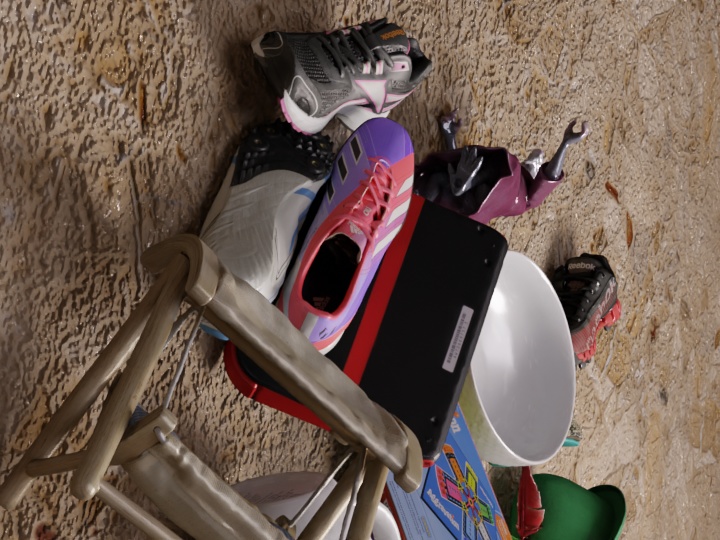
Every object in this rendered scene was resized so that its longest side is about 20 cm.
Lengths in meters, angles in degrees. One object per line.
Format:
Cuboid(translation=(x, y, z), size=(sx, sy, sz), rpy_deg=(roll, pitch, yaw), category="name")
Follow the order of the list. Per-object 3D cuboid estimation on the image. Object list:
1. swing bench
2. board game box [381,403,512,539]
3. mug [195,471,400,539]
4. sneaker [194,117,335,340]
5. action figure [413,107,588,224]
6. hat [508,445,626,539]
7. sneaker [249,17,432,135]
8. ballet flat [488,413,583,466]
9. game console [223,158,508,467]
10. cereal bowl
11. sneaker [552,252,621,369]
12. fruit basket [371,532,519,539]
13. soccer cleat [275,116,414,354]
Cuboid(translation=(-0.077, 0.110, 0.935), size=(0.199, 0.129, 0.201), rpy_deg=(42, 59, -22), category="swing bench")
Cuboid(translation=(0.051, 0.154, 1.238), size=(0.102, 0.019, 0.202), rpy_deg=(-2, 59, -33), category="board game box")
Cuboid(translation=(-0.034, 0.236, 1.106), size=(0.199, 0.146, 0.178), rpy_deg=(-16, 100, -50), category="mug")
Cuboid(translation=(-0.073, -0.036, 1.090), size=(0.073, 0.071, 0.201), rpy_deg=(117, -2, -47), category="sneaker")
Cuboid(translation=(0.126, -0.069, 1.382), size=(0.199, 0.132, 0.151), rpy_deg=(-5, 101, -59), category="action figure")
Cuboid(translation=(0.166, 0.237, 1.598), size=(0.176, 0.200, 0.166), rpy_deg=(41, 34, -12), category="hat")
Cuboid(translation=(-0.009, -0.157, 1.131), size=(0.081, 0.086, 0.200), rpy_deg=(59, 21, 6), category="sneaker")
Cuboid(translation=(0.186, 0.160, 1.621), size=(0.199, 0.067, 0.077), rpy_deg=(-1, 89, -59), category="ballet flat")
Cuboid(translation=(0.005, 0.026, 1.140), size=(0.031, 0.175, 0.202), rpy_deg=(128, -16, -65), category="game console")
Cuboid(translation=(0.120, 0.086, 1.429), size=(0.199, 0.083, 0.203), rpy_deg=(22, 62, -50), category="cereal bowl")
Cuboid(translation=(0.236, 0.041, 1.684), size=(0.200, 0.070, 0.099), rpy_deg=(-42, 131, -55), category="sneaker")
Cuboid(translation=(0.055, 0.208, 1.303), size=(0.216, 0.154, 0.218), rpy_deg=(-44, 148, -37), category="fruit basket")
Cuboid(translation=(-0.004, -0.032, 1.102), size=(0.202, 0.068, 0.073), rpy_deg=(-65, -175, -24), category="soccer cleat")
